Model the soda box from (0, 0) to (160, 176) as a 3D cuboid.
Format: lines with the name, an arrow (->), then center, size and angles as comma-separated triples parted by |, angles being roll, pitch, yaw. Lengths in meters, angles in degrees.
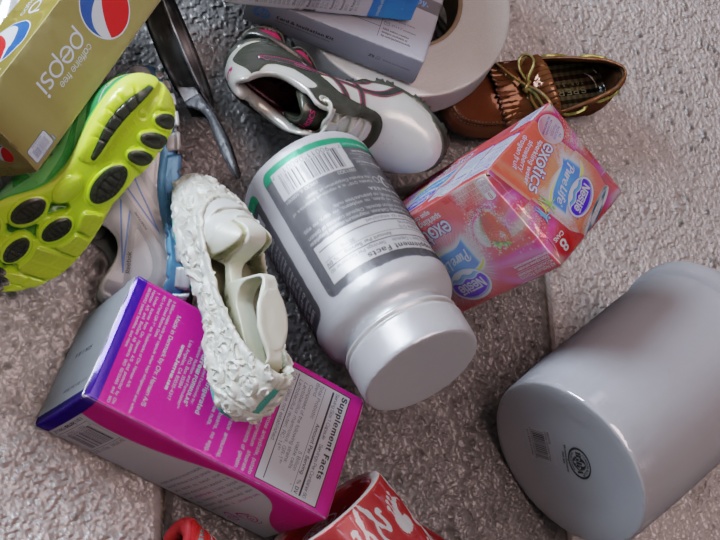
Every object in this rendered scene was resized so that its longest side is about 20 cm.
soda box -> -0.216, -0.161, 1.002 | 0.064, 0.067, 0.201 | 50, 54, -33

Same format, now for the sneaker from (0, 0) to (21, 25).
sneaker -> -0.260, -0.179, 1.053 | 0.080, 0.076, 0.201 | 34, 65, -28

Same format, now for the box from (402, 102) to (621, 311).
box -> 0.098, -0.039, 1.140 | 0.095, 0.200, 0.103 | 50, 55, -8

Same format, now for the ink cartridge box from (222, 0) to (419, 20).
ink cartridge box -> -0.050, -0.274, 1.126 | 0.199, 0.068, 0.117 | 3, 67, -12

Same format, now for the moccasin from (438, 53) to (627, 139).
moccasin -> 0.159, -0.163, 1.292 | 0.200, 0.078, 0.074 | -5, 77, -29

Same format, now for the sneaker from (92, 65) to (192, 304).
sneaker -> -0.176, -0.065, 1.063 | 0.086, 0.075, 0.201 | -3, 68, -13

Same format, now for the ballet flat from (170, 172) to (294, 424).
ballet flat -> -0.081, 0.008, 0.982 | 0.071, 0.072, 0.201 | 1, 60, -31

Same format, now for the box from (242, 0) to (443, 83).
box -> 0.004, -0.275, 1.200 | 0.155, 0.041, 0.201 | 21, 64, -6

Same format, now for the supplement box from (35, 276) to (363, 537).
supplement box -> -0.113, 0.104, 1.022 | 0.199, 0.101, 0.104 | 32, 59, -20

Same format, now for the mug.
mug -> 0.025, 0.258, 1.057 | 0.133, 0.178, 0.200 | -36, 95, -1

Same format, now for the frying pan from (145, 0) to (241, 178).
frying pan -> -0.130, -0.143, 1.099 | 0.031, 0.115, 0.191 | -21, 81, 2

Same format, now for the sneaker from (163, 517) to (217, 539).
sneaker -> -0.170, 0.240, 0.967 | 0.200, 0.077, 0.085 | -34, 88, -45

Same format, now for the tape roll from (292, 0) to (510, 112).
tape roll -> 0.034, -0.233, 1.234 | 0.202, 0.037, 0.204 | 5, 67, -13

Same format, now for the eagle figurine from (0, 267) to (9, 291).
eagle figurine -> -0.335, -0.044, 0.897 | 0.199, 0.152, 0.152 | -10, 100, -1

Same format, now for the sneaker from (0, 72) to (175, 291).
sneaker -> -0.212, -0.063, 1.014 | 0.200, 0.084, 0.074 | -44, 117, -1

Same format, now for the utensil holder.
utensil holder -> 0.238, 0.113, 1.196 | 0.200, 0.170, 0.170 | -33, 93, -34

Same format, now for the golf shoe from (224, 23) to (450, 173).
golf shoe -> -0.022, -0.123, 1.148 | 0.199, 0.077, 0.088 | 24, 26, -9

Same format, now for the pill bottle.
pill bottle -> 0.000, 0.000, 1.078 | 0.113, 0.113, 0.200 | -9, 54, -33
